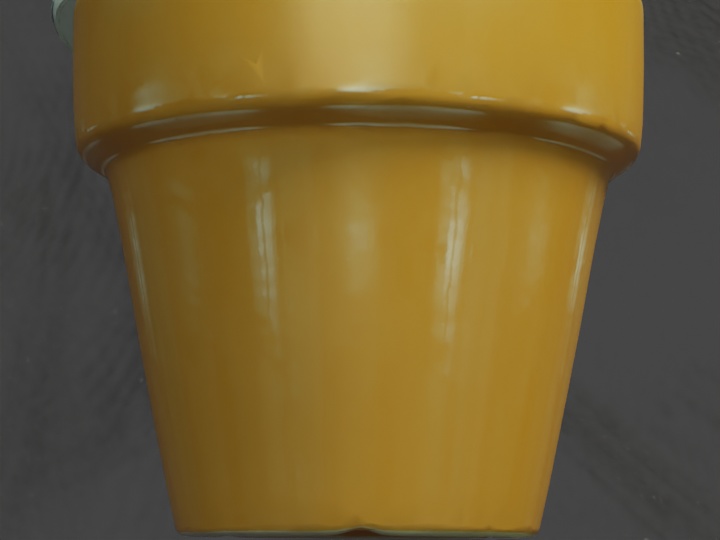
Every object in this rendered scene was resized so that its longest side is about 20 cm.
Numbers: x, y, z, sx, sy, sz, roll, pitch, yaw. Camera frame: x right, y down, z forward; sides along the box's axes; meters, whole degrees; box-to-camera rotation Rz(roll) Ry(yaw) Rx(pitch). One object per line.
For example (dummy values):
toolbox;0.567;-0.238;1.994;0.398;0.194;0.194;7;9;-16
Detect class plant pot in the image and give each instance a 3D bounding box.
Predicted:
plant pot;0.000;0.000;0.742;0.199;0.200;0.184;-1;82;1

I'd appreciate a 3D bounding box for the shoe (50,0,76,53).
shoe;-0.021;-0.135;0.837;0.199;0.072;0.091;-4;54;12
